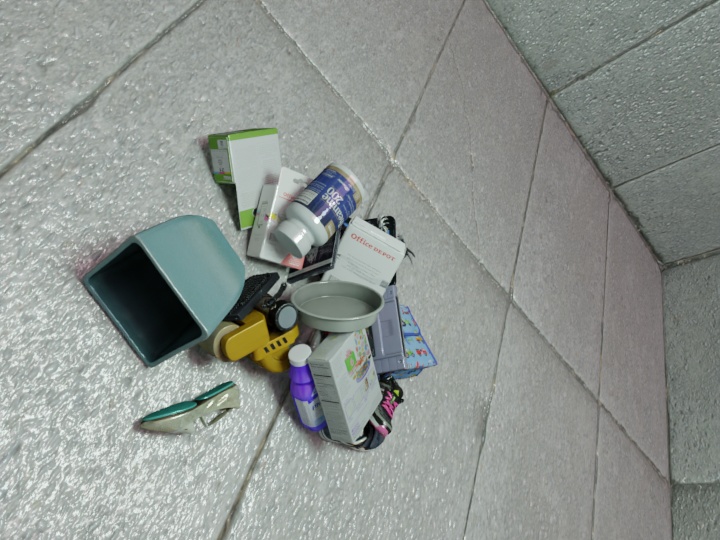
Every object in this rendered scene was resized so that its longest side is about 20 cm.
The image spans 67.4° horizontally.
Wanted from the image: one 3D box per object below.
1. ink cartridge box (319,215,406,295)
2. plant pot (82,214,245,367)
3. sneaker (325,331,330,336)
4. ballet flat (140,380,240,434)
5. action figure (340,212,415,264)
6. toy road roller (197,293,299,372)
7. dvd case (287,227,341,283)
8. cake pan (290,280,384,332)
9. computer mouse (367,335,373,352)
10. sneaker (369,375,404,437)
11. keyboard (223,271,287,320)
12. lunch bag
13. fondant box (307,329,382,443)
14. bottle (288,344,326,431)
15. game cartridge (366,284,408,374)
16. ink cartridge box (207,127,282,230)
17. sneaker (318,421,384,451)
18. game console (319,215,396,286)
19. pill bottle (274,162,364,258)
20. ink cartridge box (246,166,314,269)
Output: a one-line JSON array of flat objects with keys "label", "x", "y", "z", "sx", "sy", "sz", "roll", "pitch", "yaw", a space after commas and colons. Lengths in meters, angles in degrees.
[{"label": "ink cartridge box", "x": 0.000, "y": 0.000, "z": 1.248, "sx": 0.144, "sy": 0.203, "sz": 0.083, "roll": 28, "pitch": 21, "yaw": -2}, {"label": "plant pot", "x": -0.322, "y": 0.013, "z": 0.969, "sx": 0.198, "sy": 0.194, "sz": 0.200, "roll": 56, "pitch": 36, "yaw": -12}, {"label": "sneaker", "x": -0.060, "y": 0.199, "z": 1.236, "sx": 0.112, "sy": 0.070, "sz": 0.204, "roll": -21, "pitch": 91, "yaw": -50}, {"label": "ballet flat", "x": -0.297, "y": 0.261, "z": 0.979, "sx": 0.198, "sy": 0.067, "sz": 0.064, "roll": -16, "pitch": 95, "yaw": -47}, {"label": "action figure", "x": 0.043, "y": -0.081, "z": 1.317, "sx": 0.196, "sy": 0.119, "sz": 0.104, "roll": 15, "pitch": 70, "yaw": 1}, {"label": "toy road roller", "x": -0.212, "y": 0.142, "z": 1.069, "sx": 0.198, "sy": 0.122, "sz": 0.149, "roll": -25, "pitch": 116, "yaw": -37}, {"label": "dvd case", "x": -0.100, "y": -0.077, "z": 1.251, "sx": 0.016, "sy": 0.147, "sz": 0.204, "roll": 33, "pitch": 53, "yaw": -37}, {"label": "cake pan", "x": -0.048, "y": 0.074, "z": 1.128, "sx": 0.198, "sy": 0.198, "sz": 0.038, "roll": -19, "pitch": 120, "yaw": -47}, {"label": "computer mouse", "x": -0.034, "y": 0.175, "z": 1.186, "sx": 0.198, "sy": 0.033, "sz": 0.060, "roll": 1, "pitch": 93, "yaw": -56}, {"label": "sneaker", "x": 0.058, "y": 0.299, "z": 1.235, "sx": 0.074, "sy": 0.087, "sz": 0.200, "roll": 53, "pitch": 8, "yaw": -12}, {"label": "keyboard", "x": -0.208, "y": 0.047, "z": 1.074, "sx": 0.201, "sy": 0.124, "sz": 0.021, "roll": -62, "pitch": 146, "yaw": -63}, {"label": "lunch bag", "x": 0.091, "y": 0.171, "z": 1.404, "sx": 0.149, "sy": 0.094, "sz": 0.204, "roll": 4, "pitch": 59, "yaw": -44}, {"label": "fondant box", "x": -0.027, "y": 0.226, "z": 1.113, "sx": 0.144, "sy": 0.057, "sz": 0.204, "roll": -45, "pitch": 129, "yaw": -50}, {"label": "bottle", "x": -0.104, "y": 0.240, "z": 1.114, "sx": 0.084, "sy": 0.064, "sz": 0.203, "roll": -45, "pitch": 138, "yaw": -38}, {"label": "game cartridge", "x": 0.042, "y": 0.149, "z": 1.318, "sx": 0.038, "sy": 0.127, "sz": 0.205, "roll": 26, "pitch": 53, "yaw": -63}, {"label": "ink cartridge box", "x": -0.250, "y": -0.209, "z": 1.215, "sx": 0.147, "sy": 0.075, "sz": 0.205, "roll": -25, "pitch": 117, "yaw": -48}, {"label": "sneaker", "x": 0.001, "y": 0.366, "z": 1.226, "sx": 0.198, "sy": 0.079, "sz": 0.080, "roll": 19, "pitch": 60, "yaw": -41}, {"label": "game console", "x": -0.003, "y": -0.059, "z": 1.369, "sx": 0.119, "sy": 0.168, "sz": 0.205, "roll": 46, "pitch": 40, "yaw": -60}, {"label": "pill bottle", "x": -0.089, "y": -0.125, "z": 1.154, "sx": 0.111, "sy": 0.110, "sz": 0.201, "roll": 48, "pitch": 69, "yaw": -19}, {"label": "ink cartridge box", "x": -0.169, "y": -0.116, "z": 1.207, "sx": 0.115, "sy": 0.067, "sz": 0.205, "roll": 17, "pitch": 85, "yaw": -40}]
